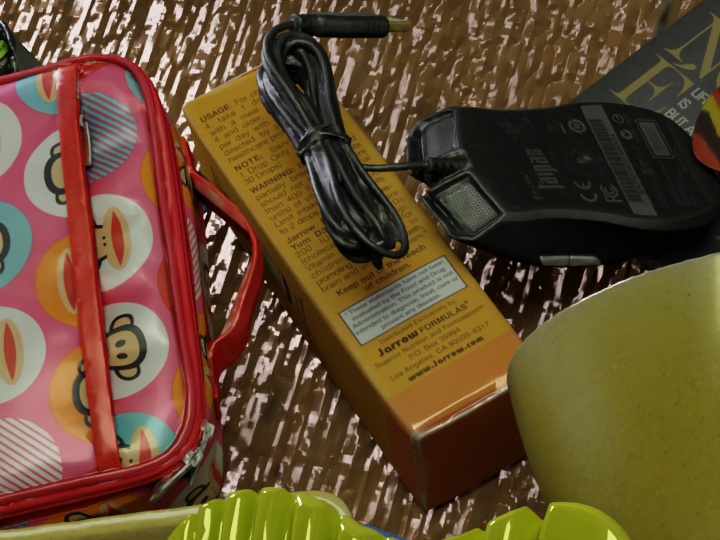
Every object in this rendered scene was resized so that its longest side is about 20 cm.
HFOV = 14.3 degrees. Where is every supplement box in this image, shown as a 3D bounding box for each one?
[{"bbox_3d":[0.000,0.000,1.207,0.069,0.067,0.200,-30,59,-13],"label":"supplement box"}]

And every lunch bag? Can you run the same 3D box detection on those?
[{"bbox_3d":[-0.124,0.017,1.149,0.175,0.082,0.201,-12,62,4],"label":"lunch bag"}]

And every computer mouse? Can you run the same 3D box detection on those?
[{"bbox_3d":[0.047,-0.052,1.203,0.199,0.046,0.141,-6,51,-32],"label":"computer mouse"}]

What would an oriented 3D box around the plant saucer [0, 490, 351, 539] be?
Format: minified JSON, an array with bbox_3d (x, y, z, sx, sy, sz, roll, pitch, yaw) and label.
[{"bbox_3d":[-0.090,0.195,1.077,0.199,0.048,0.201,-7,75,3],"label":"plant saucer"}]

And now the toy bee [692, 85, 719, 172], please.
[{"bbox_3d":[0.240,-0.049,1.169,0.199,0.109,0.131,26,21,8],"label":"toy bee"}]

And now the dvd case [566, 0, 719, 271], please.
[{"bbox_3d":[0.192,-0.067,1.259,0.200,0.016,0.149,-37,60,-17],"label":"dvd case"}]

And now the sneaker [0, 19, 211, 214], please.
[{"bbox_3d":[-0.156,-0.060,1.254,0.199,0.083,0.071,27,64,21],"label":"sneaker"}]

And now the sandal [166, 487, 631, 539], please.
[{"bbox_3d":[0.017,0.126,1.024,0.199,0.087,0.080,3,69,27],"label":"sandal"}]

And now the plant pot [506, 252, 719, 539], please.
[{"bbox_3d":[0.161,0.094,1.062,0.199,0.200,0.143,-7,67,2],"label":"plant pot"}]
